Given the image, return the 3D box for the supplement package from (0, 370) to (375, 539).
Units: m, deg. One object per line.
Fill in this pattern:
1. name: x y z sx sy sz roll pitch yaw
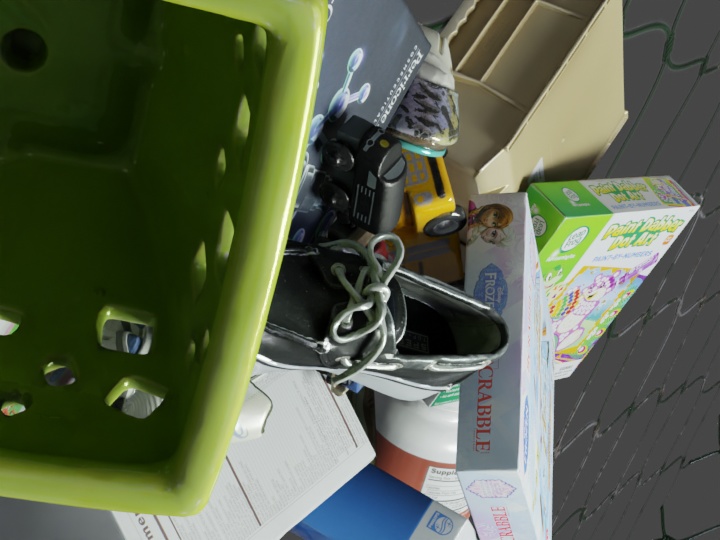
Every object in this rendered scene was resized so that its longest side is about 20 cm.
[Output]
1. supplement package: -0.104 0.111 0.898 0.109 0.114 0.200 -22 -173 38

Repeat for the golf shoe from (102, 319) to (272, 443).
1. golf shoe: -0.089 0.034 0.824 0.200 0.097 0.078 -98 -161 -61

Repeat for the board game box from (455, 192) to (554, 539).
1. board game box: 0.101 0.085 1.074 0.200 0.041 0.200 70 21 -56

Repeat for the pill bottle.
1. pill bottle: 0.051 0.158 1.370 0.112 0.112 0.200 -30 141 -55

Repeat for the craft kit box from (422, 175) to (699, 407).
1. craft kit box: 0.150 0.014 1.261 0.200 0.049 0.198 -7 135 -49

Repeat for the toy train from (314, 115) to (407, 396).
1. toy train: 0.000 0.000 0.857 0.034 0.046 0.200 -48 157 -36

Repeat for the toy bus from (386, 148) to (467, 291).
1. toy bus: 0.032 -0.022 1.118 0.200 0.078 0.065 76 1 -65

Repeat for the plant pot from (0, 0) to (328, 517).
1. plant pot: -0.126 -0.057 0.546 0.182 0.199 0.200 -96 -161 -59

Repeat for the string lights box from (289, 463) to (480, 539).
1. string lights box: -0.020 0.154 1.074 0.059 0.200 0.103 -57 159 -13

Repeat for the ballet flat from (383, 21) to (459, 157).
1. ballet flat: 0.022 -0.116 0.957 0.200 0.072 0.072 -121 -125 -76

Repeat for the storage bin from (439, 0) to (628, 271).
1. storage bin: 0.116 -0.116 1.218 0.199 0.094 0.200 -55 158 -18

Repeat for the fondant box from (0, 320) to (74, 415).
1. fondant box: -0.205 0.050 0.719 0.200 0.058 0.144 -38 149 -46

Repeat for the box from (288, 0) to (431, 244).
1. box: -0.065 -0.104 0.791 0.149 0.107 0.200 -61 160 -5

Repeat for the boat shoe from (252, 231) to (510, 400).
1. boat shoe: -0.006 0.020 0.770 0.199 0.068 0.074 24 56 -41

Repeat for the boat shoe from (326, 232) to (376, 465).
1. boat shoe: -0.026 0.066 1.139 0.072 0.066 0.201 -103 -174 -57
